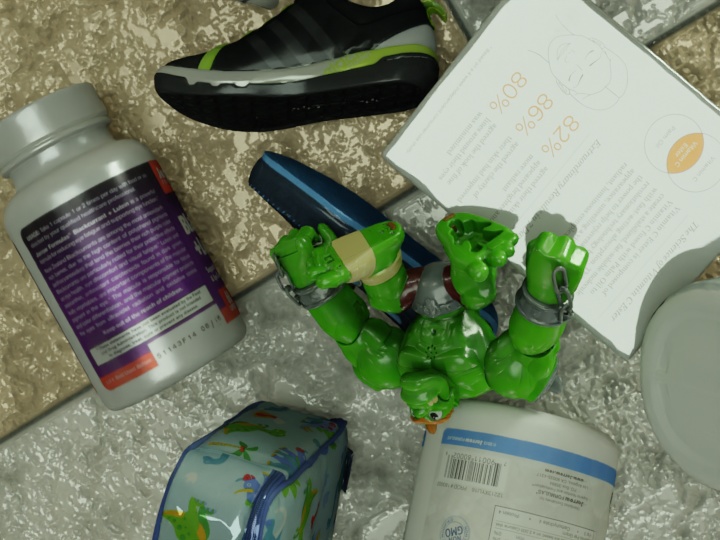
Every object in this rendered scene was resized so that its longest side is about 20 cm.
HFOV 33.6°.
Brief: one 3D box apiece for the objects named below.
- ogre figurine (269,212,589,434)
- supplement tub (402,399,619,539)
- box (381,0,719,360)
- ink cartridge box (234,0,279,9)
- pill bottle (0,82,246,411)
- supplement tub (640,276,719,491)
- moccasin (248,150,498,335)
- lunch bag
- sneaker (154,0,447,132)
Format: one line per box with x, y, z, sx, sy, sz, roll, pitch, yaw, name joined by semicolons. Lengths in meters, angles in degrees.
0.048;0.027;0.725;0.198;0.099;0.121;-12;124;16;ogre figurine
0.087;0.194;0.764;0.130;0.132;0.202;12;78;5;supplement tub
0.139;-0.071;0.757;0.200;0.106;0.153;40;101;0;box
-0.075;-0.242;0.709;0.085;0.200;0.148;25;101;3;ink cartridge box
-0.169;-0.018;0.803;0.111;0.111;0.201;-27;95;11;pill bottle
0.275;0.053;0.713;0.198;0.122;0.124;-10;100;-31;supplement tub
0.000;0.000;0.801;0.199;0.080;0.068;38;106;1;moccasin
-0.071;0.181;0.778;0.082;0.200;0.163;14;99;12;lunch bag
-0.039;-0.146;0.801;0.198;0.072;0.084;-3;75;7;sneaker
